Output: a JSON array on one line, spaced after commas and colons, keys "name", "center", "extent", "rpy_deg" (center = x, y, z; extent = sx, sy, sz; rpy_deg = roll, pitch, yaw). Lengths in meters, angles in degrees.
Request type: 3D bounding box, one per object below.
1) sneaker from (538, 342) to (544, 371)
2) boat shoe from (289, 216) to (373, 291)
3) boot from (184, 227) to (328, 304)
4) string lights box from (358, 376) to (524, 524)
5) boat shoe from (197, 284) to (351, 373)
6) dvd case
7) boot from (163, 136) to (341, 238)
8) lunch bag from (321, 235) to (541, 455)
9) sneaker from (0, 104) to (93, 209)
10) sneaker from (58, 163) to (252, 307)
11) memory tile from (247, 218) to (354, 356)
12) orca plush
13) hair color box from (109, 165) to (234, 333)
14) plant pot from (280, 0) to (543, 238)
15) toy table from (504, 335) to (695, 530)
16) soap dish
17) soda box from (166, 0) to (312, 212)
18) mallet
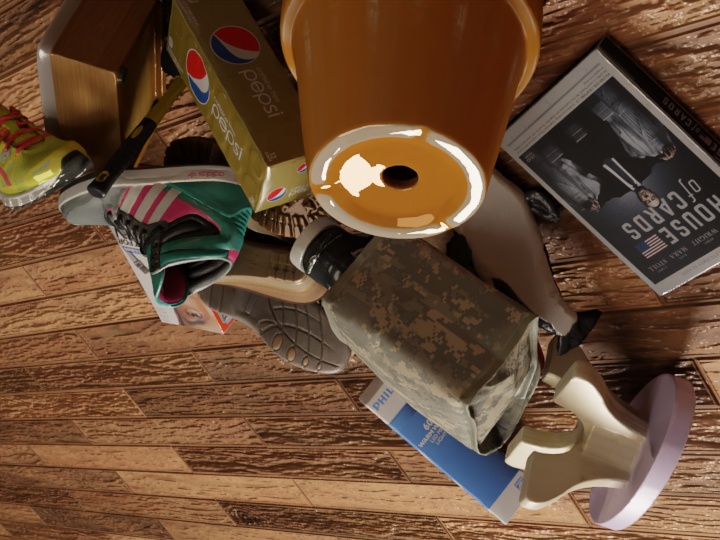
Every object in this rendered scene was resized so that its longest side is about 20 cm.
[{"name": "sneaker", "center": [0.107, 0.079, 1.172], "extent": [0.199, 0.078, 0.082], "rpy_deg": [11, 145, 45]}, {"name": "boat shoe", "center": [0.000, 0.000, 1.088], "extent": [0.060, 0.200, 0.076], "rpy_deg": [40, 104, 21]}, {"name": "boot", "center": [-0.121, -0.008, 1.175], "extent": [0.198, 0.073, 0.166], "rpy_deg": [18, 175, 10]}, {"name": "string lights box", "center": [0.095, 0.187, 1.273], "extent": [0.200, 0.059, 0.103], "rpy_deg": [40, 176, -2]}, {"name": "boat shoe", "center": [-0.089, 0.046, 1.281], "extent": [0.199, 0.076, 0.072], "rpy_deg": [34, -171, 16]}, {"name": "dvd case", "center": [0.222, -0.077, 0.923], "extent": [0.200, 0.025, 0.150], "rpy_deg": [42, 146, -4]}, {"name": "boot", "center": [-0.084, -0.090, 1.128], "extent": [0.199, 0.107, 0.076], "rpy_deg": [23, 108, 26]}, {"name": "lunch bag", "center": [0.071, 0.071, 1.033], "extent": [0.163, 0.118, 0.200], "rpy_deg": [34, 164, 22]}, {"name": "sneaker", "center": [-0.326, -0.114, 1.075], "extent": [0.199, 0.078, 0.091], "rpy_deg": [4, 121, 46]}, {"name": "sneaker", "center": [-0.194, -0.027, 1.067], "extent": [0.198, 0.122, 0.084], "rpy_deg": [-4, 161, 17]}, {"name": "memory tile", "center": [-0.065, 0.018, 1.298], "extent": [0.152, 0.017, 0.201], "rpy_deg": [28, 143, 16]}, {"name": "orca plush", "center": [0.143, -0.023, 1.044], "extent": [0.200, 0.071, 0.105], "rpy_deg": [40, 101, -9]}, {"name": "hair color box", "center": [-0.222, -0.024, 1.352], "extent": [0.110, 0.064, 0.201], "rpy_deg": [7, 136, 36]}, {"name": "plant pot", "center": [0.032, -0.133, 0.833], "extent": [0.198, 0.185, 0.201], "rpy_deg": [5, 146, 3]}, {"name": "toy table", "center": [0.217, 0.157, 1.073], "extent": [0.116, 0.185, 0.201], "rpy_deg": [20, 132, -2]}, {"name": "soap dish", "center": [-0.246, -0.185, 1.122], "extent": [0.080, 0.158, 0.201], "rpy_deg": [15, 143, 3]}, {"name": "soda box", "center": [-0.103, -0.155, 1.018], "extent": [0.201, 0.064, 0.068], "rpy_deg": [59, 152, 23]}, {"name": "mallet", "center": [-0.184, -0.141, 1.070], "extent": [0.065, 0.201, 0.041], "rpy_deg": [12, 145, 15]}]
